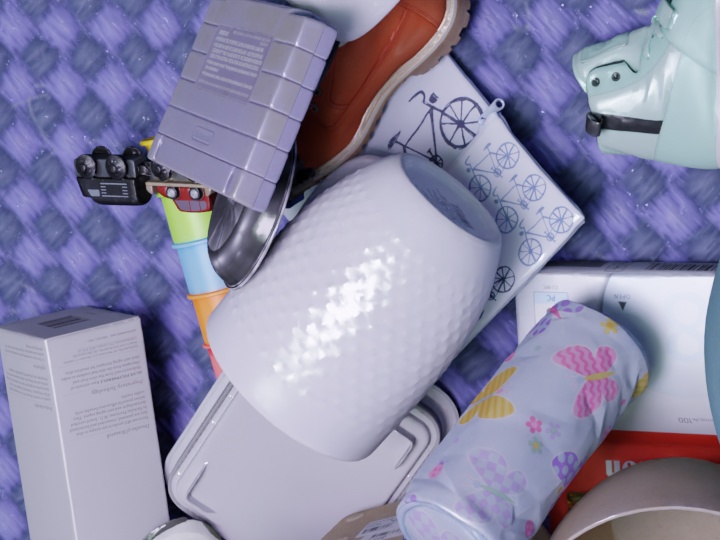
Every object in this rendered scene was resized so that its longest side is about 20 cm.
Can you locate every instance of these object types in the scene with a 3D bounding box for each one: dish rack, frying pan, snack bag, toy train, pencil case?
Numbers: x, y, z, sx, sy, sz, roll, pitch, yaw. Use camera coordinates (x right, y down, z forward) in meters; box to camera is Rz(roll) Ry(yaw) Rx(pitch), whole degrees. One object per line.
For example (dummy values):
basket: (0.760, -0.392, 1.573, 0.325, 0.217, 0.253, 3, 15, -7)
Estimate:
dish rack: (-0.042, 0.138, 1.632, 0.171, 0.044, 0.200, 33, 115, -3)
frying pan: (-0.057, -0.072, 1.466, 0.031, 0.115, 0.191, 19, 121, -18)
snack bag: (0.042, -0.046, 1.564, 0.189, 0.021, 0.200, -47, 66, 25)
toy train: (-0.119, -0.063, 1.585, 0.199, 0.034, 0.046, 3, 110, 29)
pencil case: (0.109, 0.114, 1.446, 0.091, 0.200, 0.083, 48, 151, -17)

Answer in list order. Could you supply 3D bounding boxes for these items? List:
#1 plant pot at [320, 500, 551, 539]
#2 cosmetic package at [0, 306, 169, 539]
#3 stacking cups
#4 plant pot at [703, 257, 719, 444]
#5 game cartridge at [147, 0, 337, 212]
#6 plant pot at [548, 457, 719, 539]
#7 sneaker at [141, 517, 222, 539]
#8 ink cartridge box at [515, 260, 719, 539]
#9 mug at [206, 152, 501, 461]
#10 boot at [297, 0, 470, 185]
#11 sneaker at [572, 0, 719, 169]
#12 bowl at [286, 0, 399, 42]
plant pot: (0.050, 0.259, 1.540, 0.199, 0.200, 0.178, -17, 100, 27)
cosmetic package: (-0.209, 0.136, 1.689, 0.107, 0.084, 0.202, 10, 110, 59)
stacking cups: (-0.114, -0.006, 1.652, 0.060, 0.060, 0.201, -8, 100, 26)
plant pot: (0.299, 0.028, 1.407, 0.200, 0.200, 0.135, -39, 55, 27)
game cartridge: (-0.079, -0.115, 1.470, 0.038, 0.200, 0.130, 26, 90, -23)
plant pot: (0.211, 0.203, 1.475, 0.199, 0.135, 0.202, 4, 119, 7)
sneaker: (-0.098, 0.279, 1.653, 0.077, 0.089, 0.200, -32, 119, 13)
ink cartridge box: (0.191, 0.095, 1.534, 0.159, 0.047, 0.202, 1, 100, 25)
mug: (0.000, 0.000, 1.508, 0.147, 0.200, 0.176, 29, 113, -31)
boot: (-0.025, -0.140, 1.545, 0.200, 0.107, 0.075, -48, 55, 24)
sneaker: (0.194, -0.166, 1.458, 0.117, 0.074, 0.202, 3, 105, 18)
bowl: (-0.010, -0.273, 1.467, 0.200, 0.074, 0.200, -51, 41, 12)
